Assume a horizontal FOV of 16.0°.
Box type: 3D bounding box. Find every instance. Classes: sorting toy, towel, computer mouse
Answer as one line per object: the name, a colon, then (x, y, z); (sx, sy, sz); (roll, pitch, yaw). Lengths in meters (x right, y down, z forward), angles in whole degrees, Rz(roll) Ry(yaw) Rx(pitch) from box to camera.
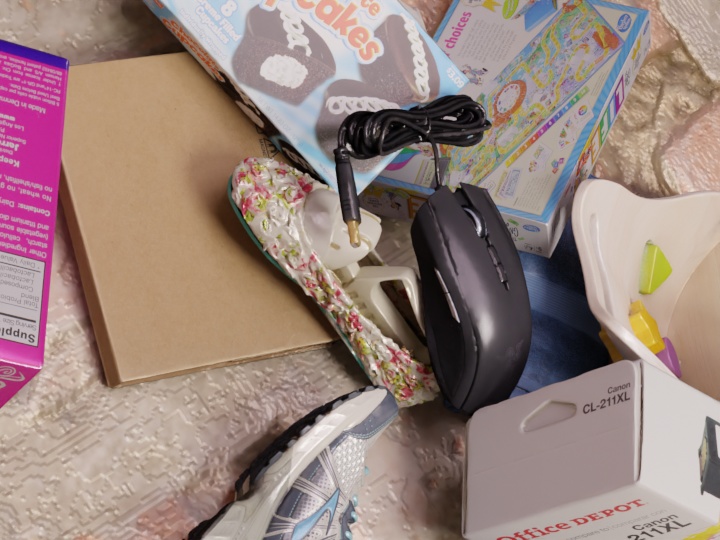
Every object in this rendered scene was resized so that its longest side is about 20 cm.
sorting toy: (0.193, 0.028, 1.626); (0.180, 0.106, 0.201); (38, 34, -45)
towel: (0.121, 0.018, 1.679); (0.111, 0.049, 0.201); (26, 57, -18)
computer mouse: (0.050, -0.010, 1.545); (0.140, 0.046, 0.201); (-4, 86, -46)

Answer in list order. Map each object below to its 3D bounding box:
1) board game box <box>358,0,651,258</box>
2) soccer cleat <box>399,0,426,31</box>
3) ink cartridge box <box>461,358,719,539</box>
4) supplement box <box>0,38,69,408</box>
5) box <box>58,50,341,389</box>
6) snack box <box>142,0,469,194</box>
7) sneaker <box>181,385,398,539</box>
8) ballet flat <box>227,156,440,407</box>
board game box: (0.097, -0.107, 1.687); (0.134, 0.034, 0.200); (15, 54, 19)
soccer cleat: (-0.046, -0.176, 1.671); (0.199, 0.070, 0.087); (24, 33, -14)
ink cartridge box: (0.178, 0.142, 1.562); (0.199, 0.145, 0.083); (27, 55, -37)
supplement box: (-0.236, -0.027, 1.461); (0.103, 0.101, 0.201); (15, 62, -24)
box: (-0.107, -0.037, 1.577); (0.163, 0.021, 0.201); (-10, 79, -32)
snack box: (-0.040, -0.151, 1.600); (0.116, 0.037, 0.200); (-46, 100, -14)
sneaker: (-0.037, 0.151, 1.516); (0.086, 0.078, 0.200); (47, 63, -6)
ballet flat: (0.000, 0.000, 1.575); (0.200, 0.064, 0.076); (50, 41, -24)
